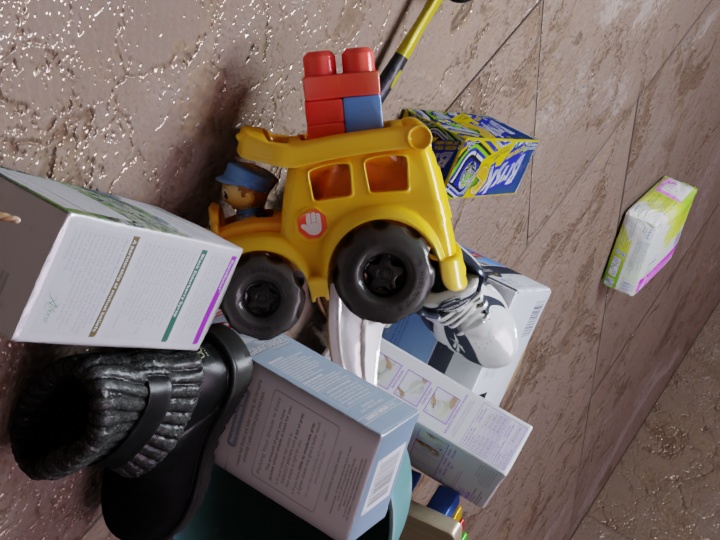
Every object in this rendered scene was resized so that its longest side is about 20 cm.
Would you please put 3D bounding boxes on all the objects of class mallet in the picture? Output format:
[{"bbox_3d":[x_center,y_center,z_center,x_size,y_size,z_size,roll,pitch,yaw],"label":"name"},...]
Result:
[{"bbox_3d":[0.042,-0.187,1.056,0.200,0.041,0.066,-61,160,8],"label":"mallet"}]

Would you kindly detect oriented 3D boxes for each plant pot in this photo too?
[{"bbox_3d":[-0.045,0.185,1.080,0.201,0.200,0.161,-68,166,13],"label":"plant pot"}]

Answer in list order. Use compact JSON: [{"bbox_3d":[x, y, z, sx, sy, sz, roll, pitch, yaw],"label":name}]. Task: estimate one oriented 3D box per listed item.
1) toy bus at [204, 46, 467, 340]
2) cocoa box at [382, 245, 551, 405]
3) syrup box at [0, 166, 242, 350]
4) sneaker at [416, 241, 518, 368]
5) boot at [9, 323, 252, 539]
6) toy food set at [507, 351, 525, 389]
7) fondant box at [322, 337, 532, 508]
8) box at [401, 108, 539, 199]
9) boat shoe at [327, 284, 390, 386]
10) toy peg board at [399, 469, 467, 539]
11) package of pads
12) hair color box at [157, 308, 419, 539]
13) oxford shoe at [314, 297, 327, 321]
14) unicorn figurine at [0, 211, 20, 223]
[{"bbox_3d":[-0.035,-0.059,0.888,0.136,0.200,0.192,-101,-178,-78],"label":"toy bus"},{"bbox_3d":[0.091,0.082,1.323,0.133,0.131,0.200,-1,116,-66],"label":"cocoa box"},{"bbox_3d":[-0.162,-0.003,0.756,0.082,0.079,0.200,-65,158,4],"label":"syrup box"},{"bbox_3d":[0.089,0.031,1.155,0.079,0.199,0.130,-29,-161,7],"label":"sneaker"},{"bbox_3d":[-0.176,0.130,0.872,0.158,0.079,0.211,-17,137,-54],"label":"boot"},{"bbox_3d":[0.160,0.128,1.631,0.198,0.049,0.200,-56,157,-16],"label":"toy food set"},{"bbox_3d":[0.054,0.139,1.183,0.058,0.200,0.144,-58,171,-21],"label":"fondant box"},{"bbox_3d":[0.103,-0.114,1.213,0.200,0.070,0.064,-11,127,-62],"label":"box"},{"bbox_3d":[0.012,0.012,1.003,0.071,0.069,0.200,16,74,-81],"label":"boat shoe"},{"bbox_3d":[0.023,0.249,1.285,0.098,0.200,0.199,-54,157,-36],"label":"toy peg board"},{"bbox_3d":[0.499,-0.063,2.119,0.200,0.068,0.155,-36,146,-48],"label":"package of pads"},{"bbox_3d":[-0.064,0.108,0.929,0.061,0.200,0.099,-23,136,-56],"label":"hair color box"},{"bbox_3d":[0.000,0.000,1.121,0.071,0.071,0.200,-52,157,-28],"label":"oxford shoe"},{"bbox_3d":[-0.263,-0.033,0.535,0.200,0.074,0.137,-35,157,-23],"label":"unicorn figurine"}]
